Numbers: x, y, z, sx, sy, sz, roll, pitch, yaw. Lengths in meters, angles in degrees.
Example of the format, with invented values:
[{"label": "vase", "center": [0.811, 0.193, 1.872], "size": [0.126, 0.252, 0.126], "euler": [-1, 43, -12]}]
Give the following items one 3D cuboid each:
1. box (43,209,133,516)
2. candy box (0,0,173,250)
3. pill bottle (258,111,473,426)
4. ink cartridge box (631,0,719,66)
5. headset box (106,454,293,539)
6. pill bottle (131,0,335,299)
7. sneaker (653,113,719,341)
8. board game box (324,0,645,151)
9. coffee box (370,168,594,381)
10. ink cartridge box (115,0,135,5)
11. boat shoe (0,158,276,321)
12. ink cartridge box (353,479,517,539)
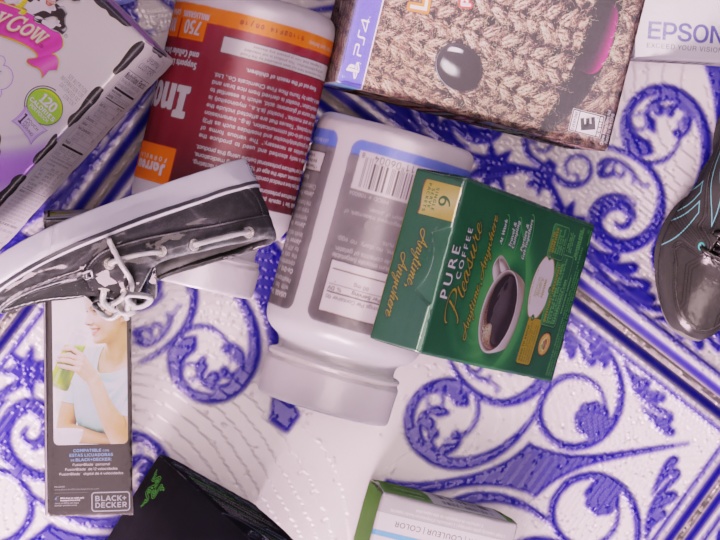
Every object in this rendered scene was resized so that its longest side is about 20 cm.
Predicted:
[{"label": "box", "center": [-0.186, 0.059, 1.462], "size": [0.060, 0.117, 0.201], "euler": [0, 96, -8]}, {"label": "candy box", "center": [-0.254, -0.127, 1.419], "size": [0.168, 0.072, 0.200], "euler": [43, 93, 12]}, {"label": "pill bottle", "center": [0.000, 0.000, 1.491], "size": [0.113, 0.114, 0.201], "euler": [16, 92, -11]}, {"label": "ink cartridge box", "center": [0.293, -0.246, 1.560], "size": [0.199, 0.041, 0.201], "euler": [2, 93, -10]}, {"label": "headset box", "center": [-0.118, 0.239, 1.450], "size": [0.093, 0.200, 0.174], "euler": [32, 89, -27]}, {"label": "pill bottle", "center": [-0.092, -0.087, 1.467], "size": [0.113, 0.113, 0.201], "euler": [13, 91, -11]}, {"label": "sneaker", "center": [0.270, -0.045, 1.553], "size": [0.075, 0.079, 0.201], "euler": [17, 92, -11]}, {"label": "board game box", "center": [0.087, -0.184, 1.500], "size": [0.199, 0.097, 0.160], "euler": [13, 92, -11]}, {"label": "coffee box", "center": [0.087, 0.006, 1.478], "size": [0.044, 0.200, 0.123], "euler": [16, 92, 32]}, {"label": "ink cartridge box", "center": [-0.173, -0.284, 1.476], "size": [0.119, 0.042, 0.201], "euler": [-18, 95, -8]}, {"label": "boat shoe", "center": [-0.151, -0.004, 1.367], "size": [0.199, 0.074, 0.068], "euler": [-21, 82, -16]}, {"label": "ink cartridge box", "center": [0.034, 0.261, 1.543], "size": [0.104, 0.059, 0.201], "euler": [15, 92, -11]}]
